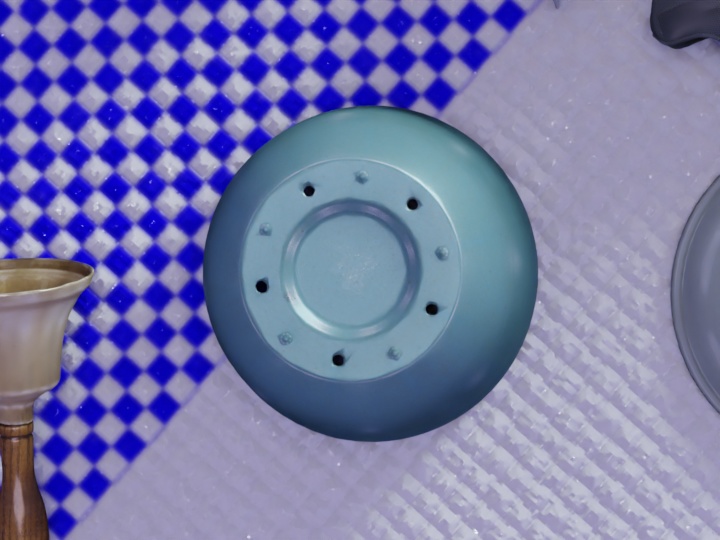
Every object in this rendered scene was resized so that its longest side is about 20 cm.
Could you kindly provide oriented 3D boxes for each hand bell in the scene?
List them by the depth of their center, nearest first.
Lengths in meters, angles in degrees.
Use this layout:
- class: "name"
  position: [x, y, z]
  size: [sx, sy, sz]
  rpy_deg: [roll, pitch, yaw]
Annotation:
- class: "hand bell"
  position: [-0.202, 0.100, 1.743]
  size: [0.104, 0.104, 0.200]
  rpy_deg: [-2, 101, 4]

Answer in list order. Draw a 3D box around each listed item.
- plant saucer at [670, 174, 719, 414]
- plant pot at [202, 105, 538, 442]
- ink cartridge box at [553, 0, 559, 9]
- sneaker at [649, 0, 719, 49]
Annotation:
- class: "plant saucer"
  position: [0.281, 0.014, 1.713]
  size: [0.200, 0.050, 0.201]
  rpy_deg: [0, 90, 5]
- class: "plant pot"
  position: [0.000, 0.000, 1.679]
  size: [0.200, 0.161, 0.201]
  rpy_deg: [0, 89, 5]
- class: "ink cartridge box"
  position: [0.141, -0.256, 1.694]
  size: [0.068, 0.115, 0.201]
  rpy_deg: [-1, 90, 5]
- class: "sneaker"
  position: [0.262, -0.139, 1.712]
  size: [0.200, 0.074, 0.085]
  rpy_deg: [21, 97, 13]
